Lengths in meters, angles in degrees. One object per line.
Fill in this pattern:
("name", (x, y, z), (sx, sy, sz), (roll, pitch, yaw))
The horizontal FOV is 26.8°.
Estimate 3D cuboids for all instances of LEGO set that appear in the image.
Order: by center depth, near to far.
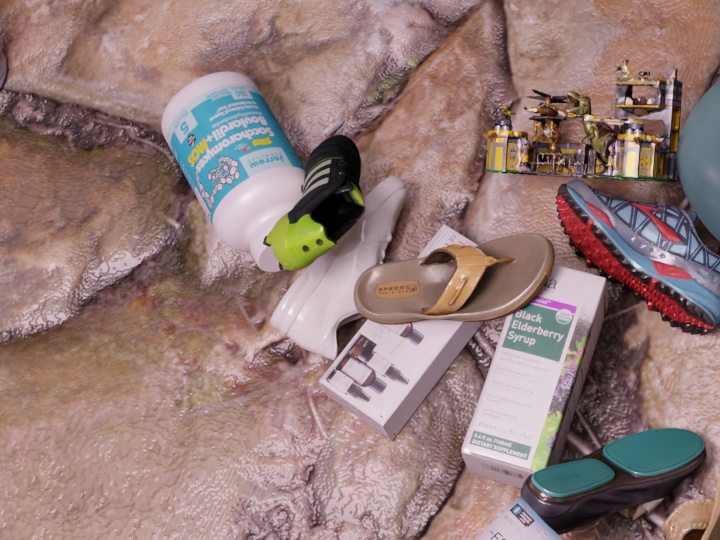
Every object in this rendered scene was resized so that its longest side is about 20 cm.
("LEGO set", (0.218, -0.147, 1.442), (0.200, 0.154, 0.116), (5, 93, 37))

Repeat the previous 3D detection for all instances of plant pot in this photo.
("plant pot", (0.388, -0.095, 1.380), (0.201, 0.201, 0.161), (-42, 52, -8))

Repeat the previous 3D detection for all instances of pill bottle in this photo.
("pill bottle", (-0.115, -0.097, 1.525), (0.111, 0.111, 0.200), (-30, 64, -3))

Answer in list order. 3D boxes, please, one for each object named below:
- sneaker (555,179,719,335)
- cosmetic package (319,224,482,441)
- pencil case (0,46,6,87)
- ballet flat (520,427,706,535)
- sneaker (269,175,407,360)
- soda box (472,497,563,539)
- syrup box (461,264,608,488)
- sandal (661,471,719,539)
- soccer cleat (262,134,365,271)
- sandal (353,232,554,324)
("sneaker", (0.277, -0.027, 1.442), (0.200, 0.079, 0.096), (41, 70, 16))
("cosmetic package", (0.055, 0.058, 1.453), (0.083, 0.051, 0.200), (33, 76, 22))
("pencil case", (-0.448, -0.266, 1.626), (0.091, 0.200, 0.083), (-2, 59, 3))
("ballet flat", (0.221, 0.192, 1.339), (0.200, 0.073, 0.073), (-12, 58, -32))
("sneaker", (0.000, 0.000, 1.490), (0.088, 0.075, 0.200), (36, 73, 3))
("soda box", (0.139, 0.260, 1.261), (0.068, 0.200, 0.064), (-41, 65, -9))
("syrup box", (0.164, 0.097, 1.396), (0.079, 0.081, 0.200), (15, 71, 16))
("sandal", (0.302, 0.227, 1.330), (0.070, 0.078, 0.212), (-3, 53, 45))
("soccer cleat", (-0.025, -0.069, 1.438), (0.081, 0.068, 0.200), (-20, 27, 31))
("sandal", (0.081, 0.006, 1.400), (0.200, 0.054, 0.080), (-8, 61, 20))
